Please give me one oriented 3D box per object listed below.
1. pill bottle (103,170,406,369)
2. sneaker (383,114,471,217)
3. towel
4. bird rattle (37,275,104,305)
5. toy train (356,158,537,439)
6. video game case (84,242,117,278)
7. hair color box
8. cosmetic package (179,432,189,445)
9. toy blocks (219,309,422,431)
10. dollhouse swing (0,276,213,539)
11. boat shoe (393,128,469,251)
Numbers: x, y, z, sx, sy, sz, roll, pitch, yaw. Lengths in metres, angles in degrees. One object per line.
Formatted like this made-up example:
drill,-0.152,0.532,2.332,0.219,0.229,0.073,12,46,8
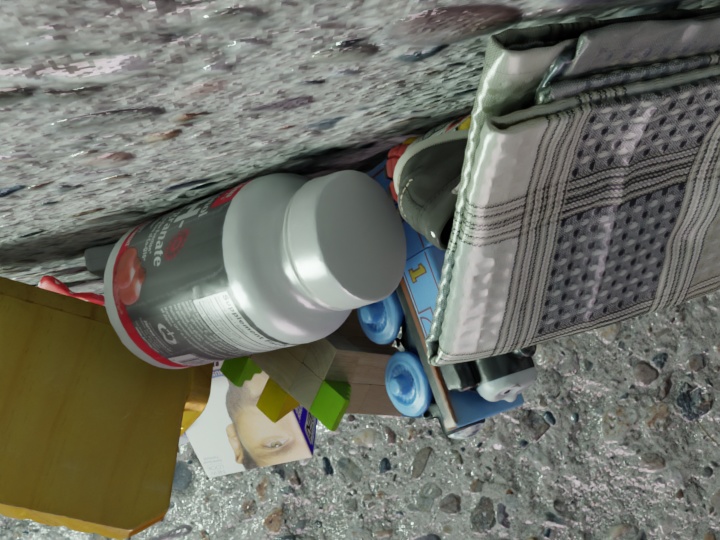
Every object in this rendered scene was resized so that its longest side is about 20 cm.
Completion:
pill bottle,-0.070,-0.001,0.632,0.200,0.111,0.111,-15,176,40
sneaker,0.116,-0.059,0.597,0.200,0.078,0.082,-5,168,-36
towel,0.132,-0.037,0.473,0.192,0.035,0.200,-12,136,-18
bird rattle,-0.266,0.047,0.970,0.163,0.113,0.200,-9,164,-27
toy train,0.055,0.012,0.651,0.087,0.200,0.114,-10,165,-37
video game case,-0.142,-0.019,0.866,0.182,0.023,0.200,-12,176,-7
hair color box,-0.121,0.090,0.876,0.109,0.200,0.065,-13,-148,11
cosmetic package,-0.269,0.143,0.913,0.200,0.102,0.074,-17,165,1
toy blocks,-0.026,0.053,0.751,0.137,0.100,0.200,12,-162,-47
dollhouse swing,-0.232,0.118,0.717,0.200,0.176,0.182,18,148,-18
boat shoe,0.117,-0.059,0.501,0.200,0.067,0.057,-20,-139,-3
